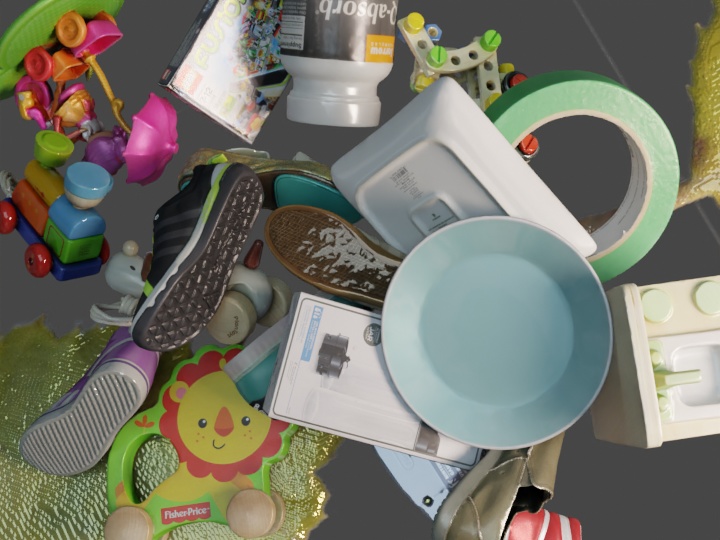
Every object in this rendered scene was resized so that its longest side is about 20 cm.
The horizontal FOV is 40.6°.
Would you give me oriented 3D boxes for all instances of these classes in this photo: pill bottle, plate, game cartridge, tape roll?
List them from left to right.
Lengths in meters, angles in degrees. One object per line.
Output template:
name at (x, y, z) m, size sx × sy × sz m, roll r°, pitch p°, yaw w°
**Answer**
pill bottle at (-0.021, -0.246, 0.950) m, size 0.115 × 0.116 × 0.202 m, roll 5°, pitch 103°, yaw 8°
game cartridge at (0.073, 0.147, 0.952) m, size 0.132 × 0.041 × 0.201 m, roll -33°, pitch 80°, yaw -1°
plate at (0.079, -0.050, 0.877) m, size 0.200 × 0.199 × 0.032 m, roll 48°, pitch 53°, yaw -9°
plate at (0.115, 0.053, 0.835) m, size 0.198 × 0.026 × 0.203 m, roll 2°, pitch 96°, yaw 14°
tape roll at (0.192, -0.082, 0.909) m, size 0.198 × 0.048 × 0.203 m, roll -2°, pitch 113°, yaw -4°

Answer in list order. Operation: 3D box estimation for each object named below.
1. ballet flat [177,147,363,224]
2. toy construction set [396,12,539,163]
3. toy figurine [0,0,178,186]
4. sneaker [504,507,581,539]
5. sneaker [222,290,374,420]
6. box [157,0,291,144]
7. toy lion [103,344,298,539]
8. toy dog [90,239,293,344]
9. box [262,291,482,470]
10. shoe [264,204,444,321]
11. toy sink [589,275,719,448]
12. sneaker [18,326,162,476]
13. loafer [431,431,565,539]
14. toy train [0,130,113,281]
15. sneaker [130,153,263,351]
ballet flat at (-0.086, -0.093, 0.992) m, size 0.198 × 0.071 × 0.072 m, roll 6°, pitch 84°, yaw 6°
toy construction set at (0.100, -0.149, 0.954) m, size 0.130 × 0.092 × 0.202 m, roll -1°, pitch 91°, yaw -17°
toy figurine at (-0.274, -0.162, 1.000) m, size 0.199 × 0.150 × 0.185 m, roll -35°, pitch 89°, yaw 24°
sneaker at (0.150, 0.315, 0.904) m, size 0.111 × 0.071 × 0.202 m, roll 11°, pitch 98°, yaw -5°
sneaker at (-0.034, 0.065, 0.950) m, size 0.199 × 0.071 × 0.080 m, roll -38°, pitch 88°, yaw -14°
box at (-0.108, -0.244, 0.991) m, size 0.110 × 0.035 × 0.201 m, roll 31°, pitch 88°, yaw -31°
toy lion at (-0.157, 0.174, 0.971) m, size 0.198 × 0.069 × 0.194 m, roll -10°, pitch 75°, yaw 7°
toy dog at (-0.162, 0.001, 0.965) m, size 0.198 × 0.132 × 0.097 m, roll 9°, pitch 107°, yaw -1°
box at (0.022, 0.100, 0.887) m, size 0.198 × 0.060 × 0.118 m, roll 17°, pitch 84°, yaw -9°
shoe at (0.000, 0.000, 0.908) m, size 0.199 × 0.053 × 0.070 m, roll 26°, pitch 82°, yaw 12°
toy sink at (0.268, 0.078, 0.847) m, size 0.111 × 0.200 × 0.132 m, roll -8°, pitch 81°, yaw 1°
sneaker at (-0.262, 0.126, 0.988) m, size 0.073 × 0.115 × 0.200 m, roll 42°, pitch 121°, yaw -19°
loafer at (0.145, 0.180, 0.861) m, size 0.069 × 0.076 × 0.200 m, roll 29°, pitch 64°, yaw 30°
toy train at (-0.324, -0.093, 0.984) m, size 0.200 × 0.084 × 0.116 m, roll 44°, pitch 125°, yaw 26°
sneaker at (-0.162, -0.018, 0.902) m, size 0.082 × 0.072 × 0.201 m, roll 15°, pitch 66°, yaw 32°
